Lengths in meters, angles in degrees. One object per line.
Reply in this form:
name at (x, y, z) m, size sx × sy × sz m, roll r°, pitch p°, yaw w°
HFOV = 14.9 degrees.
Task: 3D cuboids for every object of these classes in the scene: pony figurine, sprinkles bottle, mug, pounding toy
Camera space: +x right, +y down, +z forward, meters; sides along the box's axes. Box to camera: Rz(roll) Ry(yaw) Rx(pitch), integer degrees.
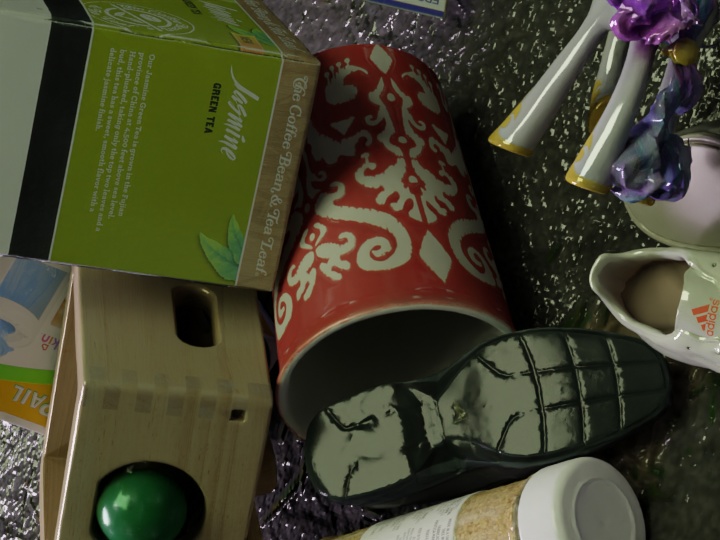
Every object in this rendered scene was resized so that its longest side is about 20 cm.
pony figurine at (0.147, -0.133, 1.319) m, size 0.200 × 0.166 × 0.193 m, roll -69°, pitch 22°, yaw 6°
sprinkles bottle at (0.053, 0.150, 1.424) m, size 0.200 × 0.068 × 0.068 m, roll -22°, pitch 58°, yaw 43°
mug at (-0.007, -0.005, 1.521) m, size 0.178 × 0.133 × 0.200 m, roll -38°, pitch 44°, yaw 31°
pounding toy at (-0.095, 0.114, 1.497) m, size 0.200 × 0.142 × 0.184 m, roll -103°, pitch 22°, yaw -59°

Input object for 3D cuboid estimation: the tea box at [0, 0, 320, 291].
tea box at (-0.146, -0.089, 1.503) m, size 0.200 × 0.197 × 0.134 m, roll -129°, pitch 50°, yaw -67°

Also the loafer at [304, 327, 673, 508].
loafer at (0.073, 0.078, 1.431) m, size 0.200 × 0.072 × 0.073 m, roll -13°, pitch 70°, yaw 23°

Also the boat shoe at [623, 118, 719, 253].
boat shoe at (0.215, -0.053, 1.346) m, size 0.200 × 0.057 × 0.067 m, roll -16°, pitch 97°, yaw 50°

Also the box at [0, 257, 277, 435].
box at (-0.163, 0.033, 1.624) m, size 0.113 × 0.200 × 0.101 m, roll -59°, pitch 32°, yaw 16°

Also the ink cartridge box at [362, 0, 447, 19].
ink cartridge box at (0.018, -0.246, 1.620) m, size 0.039 × 0.099 × 0.200 m, roll 130°, pitch 153°, yaw -74°

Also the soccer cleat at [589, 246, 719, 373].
soccer cleat at (0.192, 0.026, 1.305) m, size 0.200 × 0.078 × 0.069 m, roll 11°, pitch 82°, yaw 50°
